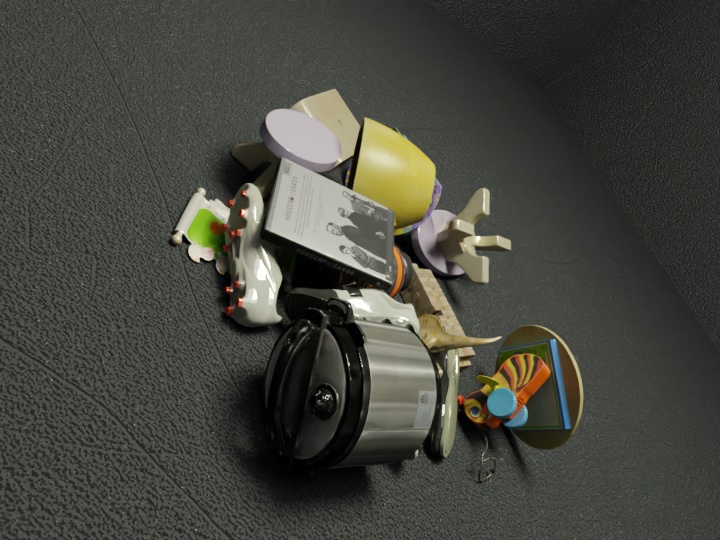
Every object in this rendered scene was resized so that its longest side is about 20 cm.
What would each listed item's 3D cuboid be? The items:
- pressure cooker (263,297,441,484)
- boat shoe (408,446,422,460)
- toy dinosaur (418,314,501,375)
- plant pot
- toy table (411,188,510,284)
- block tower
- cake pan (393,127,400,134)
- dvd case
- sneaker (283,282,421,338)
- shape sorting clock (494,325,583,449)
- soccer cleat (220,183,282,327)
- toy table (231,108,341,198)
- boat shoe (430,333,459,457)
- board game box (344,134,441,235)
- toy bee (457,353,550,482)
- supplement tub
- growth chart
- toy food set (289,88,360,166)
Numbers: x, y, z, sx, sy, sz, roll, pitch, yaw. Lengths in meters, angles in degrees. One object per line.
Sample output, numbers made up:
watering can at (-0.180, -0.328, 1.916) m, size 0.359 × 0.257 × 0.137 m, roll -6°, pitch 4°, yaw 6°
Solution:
pressure cooker at (-0.022, 0.139, 0.695) m, size 0.198 × 0.178 × 0.178 m, roll 12°, pitch 48°, yaw -42°
boat shoe at (0.046, 0.166, 0.836) m, size 0.065 × 0.075 × 0.201 m, roll -13°, pitch 53°, yaw -30°
toy dinosaur at (0.104, 0.115, 0.890) m, size 0.058 × 0.197 × 0.103 m, roll 42°, pitch 60°, yaw -47°
plant pot at (0.051, -0.151, 1.037) m, size 0.139 × 0.202 × 0.202 m, roll 11°, pitch 40°, yaw -6°
toy table at (0.207, -0.063, 1.181) m, size 0.198 × 0.116 × 0.188 m, roll -2°, pitch 86°, yaw -45°
block tower at (0.132, 0.085, 1.047) m, size 0.057 × 0.054 × 0.202 m, roll 4°, pitch 52°, yaw -47°
cake pan at (0.100, -0.203, 1.254) m, size 0.200 × 0.036 × 0.203 m, roll -90°, pitch 154°, yaw -83°
dvd case at (-0.039, -0.068, 0.846) m, size 0.197 × 0.025 × 0.152 m, roll 23°, pitch 46°, yaw -19°
sneaker at (-0.011, 0.057, 0.829) m, size 0.196 × 0.075 × 0.089 m, roll 18°, pitch 37°, yaw -10°
shape sorting clock at (0.295, 0.194, 0.986) m, size 0.039 × 0.201 × 0.203 m, roll 1°, pitch 52°, yaw -31°
soccer cleat at (-0.145, -0.020, 0.807) m, size 0.077 × 0.069 × 0.204 m, roll 14°, pitch 64°, yaw -41°
toy table at (-0.120, -0.179, 0.970) m, size 0.184 × 0.117 × 0.199 m, roll 47°, pitch 28°, yaw 11°
boat shoe at (0.119, 0.193, 0.919) m, size 0.072 × 0.066 × 0.203 m, roll 67°, pitch 23°, yaw -48°
board game box at (0.055, -0.170, 1.136) m, size 0.202 × 0.157 × 0.039 m, roll 57°, pitch 9°, yaw 17°
toy bee at (0.207, 0.209, 0.941) m, size 0.199 × 0.132 × 0.108 m, roll -39°, pitch 40°, yaw -22°
supplement tub at (0.000, 0.000, 0.937) m, size 0.198 × 0.107 × 0.108 m, roll 0°, pitch 54°, yaw -49°
growth chart at (-0.175, -0.041, 0.863) m, size 0.198 × 0.018 × 0.146 m, roll 27°, pitch 38°, yaw -27°
toy food set at (-0.063, -0.296, 1.244) m, size 0.145 × 0.060 × 0.200 m, roll 56°, pitch 33°, yaw -7°
